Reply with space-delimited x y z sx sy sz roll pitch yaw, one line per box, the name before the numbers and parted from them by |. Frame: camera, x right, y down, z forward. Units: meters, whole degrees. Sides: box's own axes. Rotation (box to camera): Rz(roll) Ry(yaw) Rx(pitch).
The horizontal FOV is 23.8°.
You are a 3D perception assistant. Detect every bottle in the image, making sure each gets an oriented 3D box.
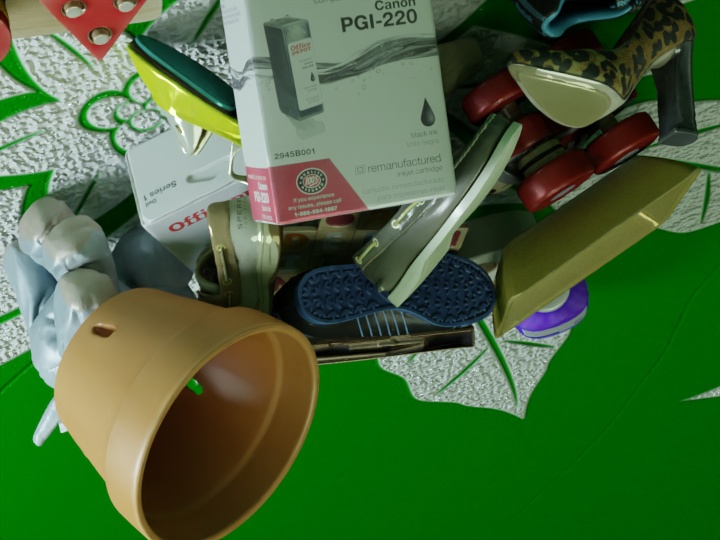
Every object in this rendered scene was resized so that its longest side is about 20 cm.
bottle | 0.186 0.026 1.708 0.083 0.065 0.200 -22 171 5

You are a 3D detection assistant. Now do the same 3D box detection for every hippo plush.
hippo plush | -0.200 0.028 1.470 0.160 0.201 0.159 -8 170 -31

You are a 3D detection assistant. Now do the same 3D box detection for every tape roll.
tape roll | 0.076 -0.003 1.630 0.202 0.037 0.203 -19 170 -3

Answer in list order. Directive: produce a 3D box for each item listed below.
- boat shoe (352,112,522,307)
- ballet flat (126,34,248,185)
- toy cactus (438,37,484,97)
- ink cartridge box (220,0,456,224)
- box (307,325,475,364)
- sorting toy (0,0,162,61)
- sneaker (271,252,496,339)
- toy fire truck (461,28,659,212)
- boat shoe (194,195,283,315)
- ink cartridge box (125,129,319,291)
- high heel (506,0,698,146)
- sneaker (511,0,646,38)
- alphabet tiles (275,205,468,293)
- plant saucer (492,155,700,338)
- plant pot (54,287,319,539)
boat shoe | 0.059 -0.055 1.367 0.072 0.060 0.202 -43 170 -51
ballet flat | -0.101 -0.109 1.327 0.200 0.067 0.067 26 108 -9
toy cactus | 0.031 -0.145 1.395 0.165 0.102 0.200 -28 128 -20
ink cartridge box | -0.018 -0.143 1.266 0.145 0.201 0.085 -10 -174 -14
box | 0.026 0.062 1.653 0.163 0.021 0.200 -7 -176 1
sorting toy | -0.229 -0.214 1.173 0.199 0.070 0.199 -10 148 -14
sneaker | 0.018 0.023 1.486 0.200 0.070 0.078 1 170 -28
toy fire truck | 0.146 -0.106 1.473 0.200 0.112 0.168 -28 171 -32
boat shoe | -0.105 0.001 1.420 0.066 0.074 0.200 2 144 -7
ink cartridge box | -0.090 -0.057 1.476 0.145 0.084 0.200 -25 148 11
high heel | 0.192 -0.188 1.387 0.200 0.143 0.071 14 155 -33
sneaker | 0.217 -0.235 1.353 0.200 0.082 0.073 -21 134 0
alphabet tiles | 0.000 0.000 1.502 0.166 0.006 0.200 -1 147 -13
plant saucer | 0.192 -0.028 1.513 0.200 0.048 0.200 -35 170 -6
plant pot | -0.150 0.103 1.376 0.200 0.140 0.200 -33 139 -34
